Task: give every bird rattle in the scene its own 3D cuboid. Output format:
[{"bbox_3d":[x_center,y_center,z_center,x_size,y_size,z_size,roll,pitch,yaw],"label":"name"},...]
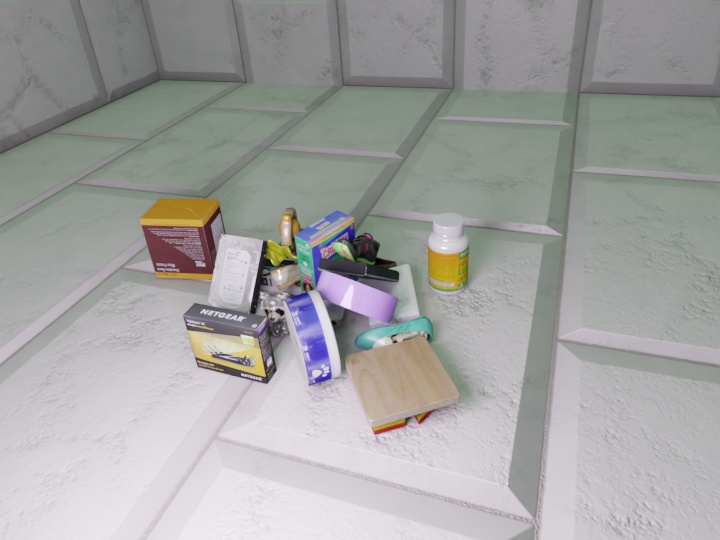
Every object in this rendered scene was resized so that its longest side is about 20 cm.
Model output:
[{"bbox_3d":[-0.196,-0.097,1.629,0.110,0.166,0.200,8,18,10],"label":"bird rattle"}]

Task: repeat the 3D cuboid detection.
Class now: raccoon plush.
[{"bbox_3d":[-0.218,0.076,1.465,0.095,0.136,0.201,-12,34,-9],"label":"raccoon plush"}]

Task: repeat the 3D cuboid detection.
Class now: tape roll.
[{"bbox_3d":[-0.010,0.063,1.367,0.197,0.067,0.200,21,-2,1],"label":"tape roll"}]

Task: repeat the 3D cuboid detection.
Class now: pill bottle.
[{"bbox_3d":[0.237,-0.046,1.533,0.109,0.203,0.112,-3,33,2],"label":"pill bottle"}]

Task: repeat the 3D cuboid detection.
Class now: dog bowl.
[{"bbox_3d":[-0.110,0.151,1.278,0.077,0.203,0.201,-15,34,-13],"label":"dog bowl"}]

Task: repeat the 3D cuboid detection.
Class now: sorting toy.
[{"bbox_3d":[0.084,0.250,1.223,0.195,0.071,0.201,-12,33,-12],"label":"sorting toy"}]

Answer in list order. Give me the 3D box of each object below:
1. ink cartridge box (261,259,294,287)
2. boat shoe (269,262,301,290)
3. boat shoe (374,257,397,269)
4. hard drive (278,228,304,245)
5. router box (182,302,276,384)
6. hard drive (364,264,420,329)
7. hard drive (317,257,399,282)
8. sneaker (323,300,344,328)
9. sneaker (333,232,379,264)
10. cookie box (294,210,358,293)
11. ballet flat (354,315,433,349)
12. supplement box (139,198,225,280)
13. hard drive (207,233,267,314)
[{"bbox_3d":[-0.300,0.000,1.682,0.196,0.040,0.100,5,35,16],"label":"ink cartridge box"},{"bbox_3d":[-0.182,0.015,1.614,0.073,0.070,0.199,-14,2,32],"label":"boat shoe"},{"bbox_3d":[0.022,-0.025,1.646,0.198,0.073,0.072,20,40,32],"label":"boat shoe"},{"bbox_3d":[-0.150,-0.085,1.803,0.196,0.026,0.132,8,36,19],"label":"hard drive"},{"bbox_3d":[-0.300,0.168,1.316,0.196,0.160,0.052,8,34,20],"label":"router box"},{"bbox_3d":[0.081,0.068,1.508,0.129,0.027,0.202,-13,39,6],"label":"hard drive"},{"bbox_3d":[0.000,0.000,1.467,0.137,0.034,0.199,7,-2,28],"label":"hard drive"},{"bbox_3d":[-0.071,0.106,1.479,0.080,0.071,0.200,35,47,19],"label":"sneaker"},{"bbox_3d":[-0.008,-0.066,1.516,0.076,0.085,0.199,33,10,21],"label":"sneaker"},{"bbox_3d":[-0.089,-0.034,1.557,0.074,0.203,0.170,22,41,35],"label":"cookie box"},{"bbox_3d":[0.086,0.164,1.362,0.196,0.068,0.071,-14,48,-10],"label":"ballet flat"},{"bbox_3d":[-0.518,-0.094,1.702,0.193,0.203,0.134,2,33,10],"label":"supplement box"},{"bbox_3d":[-0.334,0.009,1.546,0.137,0.204,0.038,9,-5,20],"label":"hard drive"}]
